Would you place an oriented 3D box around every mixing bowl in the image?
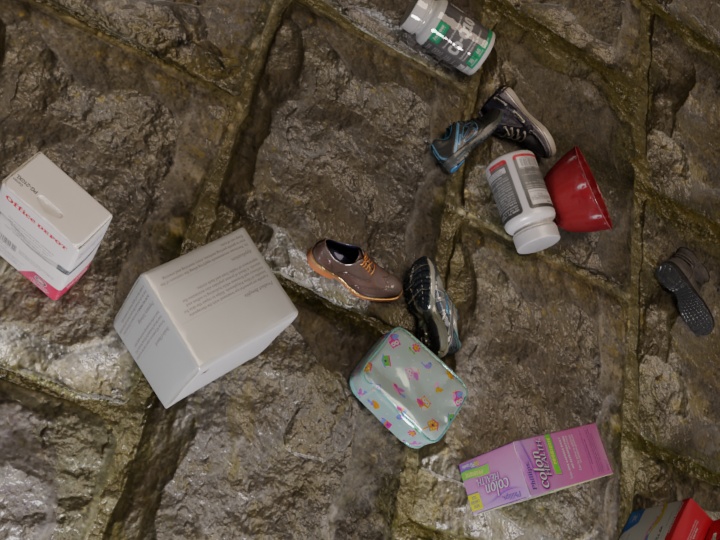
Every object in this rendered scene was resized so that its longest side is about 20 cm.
[{"bbox_3d":[0.467,-0.162,1.947,0.200,0.108,0.201,52,24,-34],"label":"mixing bowl"}]

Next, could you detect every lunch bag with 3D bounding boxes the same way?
[{"bbox_3d":[0.091,0.211,1.596,0.200,0.077,0.161,43,52,-4],"label":"lunch bag"}]

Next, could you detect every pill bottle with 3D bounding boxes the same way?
[{"bbox_3d":[0.196,-0.541,2.000,0.199,0.113,0.114,29,56,-14],"label":"pill bottle"},{"bbox_3d":[0.350,-0.145,1.893,0.113,0.114,0.201,-5,70,-31],"label":"pill bottle"}]

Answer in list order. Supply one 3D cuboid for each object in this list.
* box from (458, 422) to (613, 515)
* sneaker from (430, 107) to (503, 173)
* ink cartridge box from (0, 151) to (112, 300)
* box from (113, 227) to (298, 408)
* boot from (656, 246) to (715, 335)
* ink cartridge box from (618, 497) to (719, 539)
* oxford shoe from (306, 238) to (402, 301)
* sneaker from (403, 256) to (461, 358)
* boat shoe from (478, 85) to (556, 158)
[{"bbox_3d":[0.313,0.356,1.588,0.199,0.176,0.097,-6,70,-31],"label":"box"},{"bbox_3d":[0.234,-0.302,1.915,0.082,0.073,0.200,45,64,3],"label":"sneaker"},{"bbox_3d":[-0.472,-0.062,1.333,0.145,0.200,0.084,41,54,-5],"label":"ink cartridge box"},{"bbox_3d":[-0.247,0.076,1.395,0.198,0.200,0.172,-29,80,-37],"label":"box"},{"bbox_3d":[0.794,0.043,2.084,0.131,0.070,0.201,-25,85,-41],"label":"boot"},{"bbox_3d":[0.578,0.499,1.653,0.067,0.200,0.116,45,53,-3],"label":"ink cartridge box"},{"bbox_3d":[0.000,0.000,1.649,0.199,0.073,0.072,23,57,-19],"label":"oxford shoe"},{"bbox_3d":[0.144,0.072,1.708,0.086,0.077,0.202,4,72,-41],"label":"sneaker"},{"bbox_3d":[0.353,-0.319,2.016,0.093,0.075,0.200,-38,85,-25],"label":"boat shoe"}]
